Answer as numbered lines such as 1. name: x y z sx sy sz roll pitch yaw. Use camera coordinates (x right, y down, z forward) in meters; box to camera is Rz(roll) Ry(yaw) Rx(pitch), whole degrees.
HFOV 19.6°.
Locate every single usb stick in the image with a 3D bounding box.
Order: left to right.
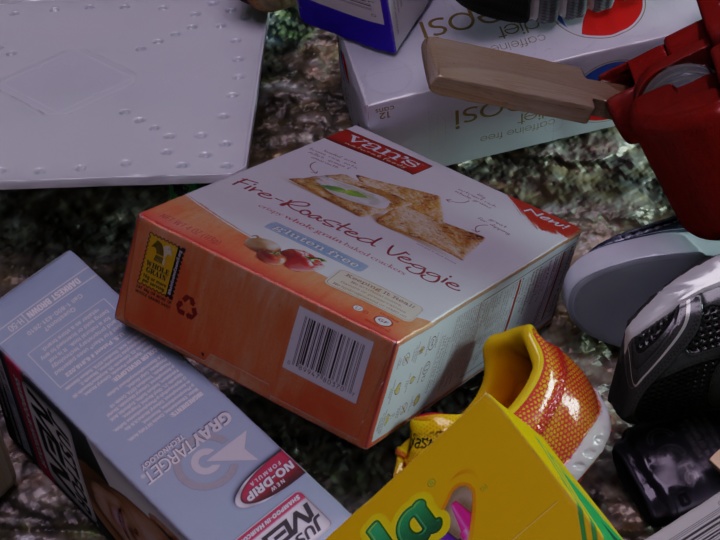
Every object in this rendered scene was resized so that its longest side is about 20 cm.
1. usb stick: 0.215 0.064 0.973 0.200 0.033 0.056 -21 61 -12

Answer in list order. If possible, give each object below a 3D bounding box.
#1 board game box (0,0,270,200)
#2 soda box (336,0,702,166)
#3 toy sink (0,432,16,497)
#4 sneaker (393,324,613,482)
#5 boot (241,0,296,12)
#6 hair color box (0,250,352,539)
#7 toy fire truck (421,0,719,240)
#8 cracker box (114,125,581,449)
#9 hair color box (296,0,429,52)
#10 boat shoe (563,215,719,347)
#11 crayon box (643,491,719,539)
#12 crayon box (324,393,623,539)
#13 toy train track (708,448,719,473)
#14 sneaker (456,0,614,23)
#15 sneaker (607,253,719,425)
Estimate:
1. board game box: -0.150 -0.087 1.075 0.199 0.026 0.200 -1 33 3
2. soda box: 0.092 -0.111 1.092 0.200 0.064 0.068 -14 53 -6
3. toy sink: -0.235 0.068 0.939 0.112 0.130 0.200 29 59 23
4. sneaker: 0.033 0.108 0.889 0.077 0.073 0.200 45 55 -18
5. boot: -0.100 -0.209 1.176 0.166 0.072 0.200 -1 43 14
6. hair color box: -0.085 0.092 0.929 0.061 0.099 0.200 -37 59 -22
7. toy fire truck: 0.143 -0.083 0.982 0.200 0.129 0.176 -25 22 14
8. cracker box: 0.000 0.000 0.959 0.134 0.058 0.200 25 25 20
9. hair color box: 0.033 -0.224 1.066 0.065 0.109 0.200 23 62 22
10. boat shoe: 0.192 -0.019 1.020 0.200 0.071 0.091 -6 45 -4
11. crayon box: 0.095 0.188 0.823 0.200 0.051 0.127 -34 34 11
12. crayon box: 0.030 0.177 0.770 0.200 0.058 0.173 -43 56 6
13. toy train track: 0.173 0.147 0.917 0.200 0.033 0.115 -41 69 -17
14. sneaker: 0.117 -0.196 1.075 0.200 0.075 0.116 -12 51 -17
15. sneaker: 0.211 0.034 0.925 0.200 0.080 0.086 -18 53 -6
